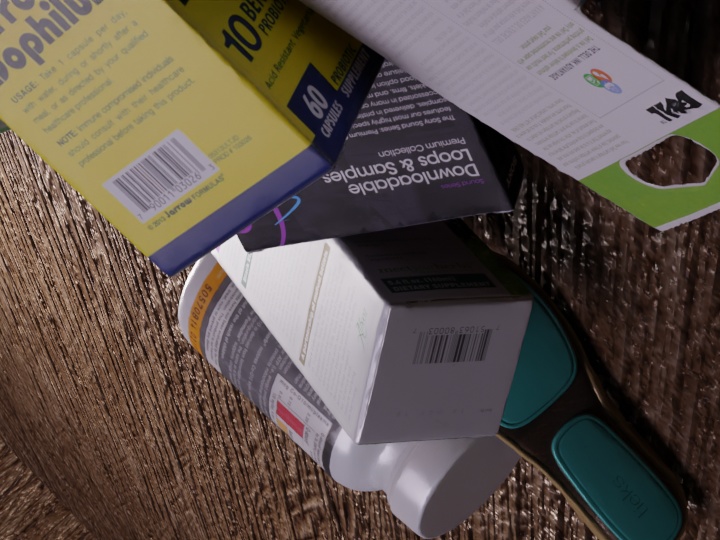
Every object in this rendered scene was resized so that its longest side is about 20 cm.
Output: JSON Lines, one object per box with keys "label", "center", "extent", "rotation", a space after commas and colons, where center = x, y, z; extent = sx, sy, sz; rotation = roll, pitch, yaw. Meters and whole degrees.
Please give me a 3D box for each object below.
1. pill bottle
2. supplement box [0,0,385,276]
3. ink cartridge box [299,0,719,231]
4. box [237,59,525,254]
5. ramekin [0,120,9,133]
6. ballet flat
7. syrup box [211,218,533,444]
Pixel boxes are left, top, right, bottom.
{"label": "pill bottle", "center": [-0.003, 0.055, 1.291], "extent": [0.200, 0.116, 0.116], "rotation": [42, 162, 24]}
{"label": "supplement box", "center": [-0.096, -0.116, 0.899], "extent": [0.200, 0.109, 0.109], "rotation": [44, 130, -18]}
{"label": "ink cartridge box", "center": [0.072, -0.106, 0.826], "extent": [0.200, 0.076, 0.148], "rotation": [33, 165, -8]}
{"label": "box", "center": [-0.026, -0.101, 0.985], "extent": [0.142, 0.036, 0.200], "rotation": [-8, 125, 27]}
{"label": "ramekin", "center": [-0.232, -0.171, 1.250], "extent": [0.098, 0.200, 0.200], "rotation": [23, 150, 40]}
{"label": "ballet flat", "center": [0.096, 0.070, 1.166], "extent": [0.200, 0.069, 0.063], "rotation": [55, 178, -13]}
{"label": "syrup box", "center": [0.000, 0.000, 1.105], "extent": [0.200, 0.078, 0.082], "rotation": [51, 135, 51]}
